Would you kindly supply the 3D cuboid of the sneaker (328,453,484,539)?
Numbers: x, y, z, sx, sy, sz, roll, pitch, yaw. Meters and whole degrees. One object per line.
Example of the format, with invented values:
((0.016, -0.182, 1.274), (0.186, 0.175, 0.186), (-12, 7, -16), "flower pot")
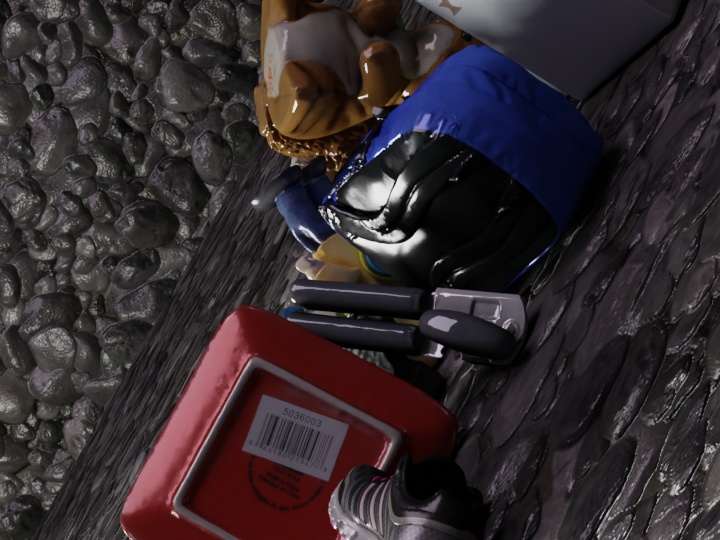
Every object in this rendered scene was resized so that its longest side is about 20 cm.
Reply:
((0.037, 0.159, 1.412), (0.088, 0.074, 0.200), (-60, 15, 5), "sneaker")

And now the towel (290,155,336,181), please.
((-0.011, -0.051, 1.960), (0.034, 0.200, 0.133), (-14, 28, 16), "towel")

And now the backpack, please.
((0.084, -0.084, 1.601), (0.168, 0.162, 0.200), (-62, 9, -27), "backpack")

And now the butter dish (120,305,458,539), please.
((-0.044, 0.158, 1.594), (0.200, 0.200, 0.148), (-62, -13, -6), "butter dish")

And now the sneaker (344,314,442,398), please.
((-0.005, 0.092, 1.703), (0.200, 0.104, 0.060), (-45, 18, 55), "sneaker")

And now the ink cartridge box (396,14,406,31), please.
((0.018, -0.140, 1.934), (0.059, 0.200, 0.104), (-10, 17, 28), "ink cartridge box")

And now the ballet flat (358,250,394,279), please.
((0.065, -0.074, 1.740), (0.200, 0.067, 0.067), (-54, 9, -8), "ballet flat")

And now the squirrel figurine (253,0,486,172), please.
((0.011, -0.160, 1.810), (0.200, 0.186, 0.142), (109, 153, -55), "squirrel figurine")

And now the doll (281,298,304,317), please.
((-0.075, 0.088, 1.803), (0.200, 0.048, 0.137), (-159, 79, -74), "doll")

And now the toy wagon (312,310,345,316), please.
((-0.038, 0.086, 1.843), (0.200, 0.039, 0.155), (-67, 17, 6), "toy wagon")

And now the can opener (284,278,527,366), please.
((0.030, 0.033, 1.557), (0.200, 0.066, 0.053), (5, 76, 32), "can opener")

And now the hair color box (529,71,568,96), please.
((0.126, -0.153, 1.867), (0.200, 0.061, 0.099), (-50, 15, 46), "hair color box")

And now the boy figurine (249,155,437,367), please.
((0.000, 0.000, 1.749), (0.064, 0.200, 0.124), (-41, -8, 34), "boy figurine")

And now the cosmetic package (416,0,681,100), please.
((0.175, -0.280, 1.688), (0.200, 0.166, 0.167), (-64, 11, -26), "cosmetic package")
